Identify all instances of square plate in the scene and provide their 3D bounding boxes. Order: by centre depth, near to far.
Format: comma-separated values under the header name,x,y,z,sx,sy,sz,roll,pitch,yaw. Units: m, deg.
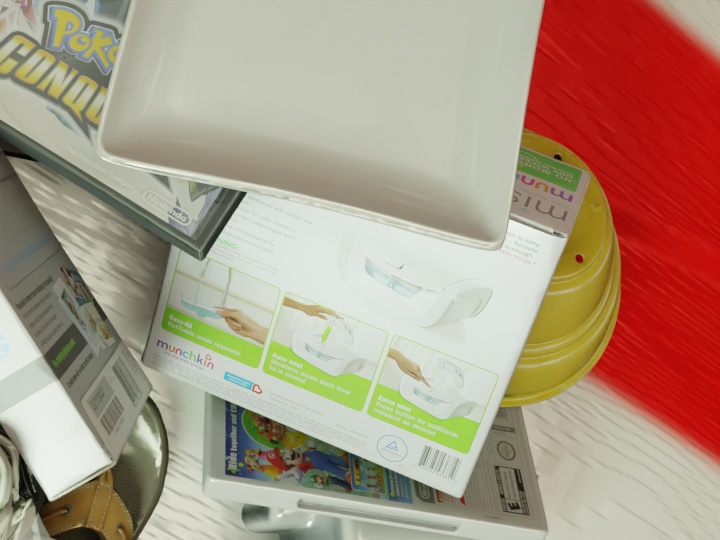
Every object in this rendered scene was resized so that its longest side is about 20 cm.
name,x,y,z,sx,sy,sz,roll,pitch,yaw
square plate,-0.010,-0.125,0.680,0.197,0.028,0.201,12,80,-9

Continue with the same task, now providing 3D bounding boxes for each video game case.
name,x,y,z,sx,sy,sz,roll,pitch,yaw
video game case,-0.114,-0.133,0.699,0.200,0.026,0.181,31,77,2
video game case,0.006,0.092,0.839,0.199,0.144,0.018,11,127,-13

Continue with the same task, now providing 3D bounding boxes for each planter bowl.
name,x,y,z,sx,sy,sz,roll,pitch,yaw
planter bowl,0.093,-0.024,0.874,0.199,0.083,0.201,8,66,-19

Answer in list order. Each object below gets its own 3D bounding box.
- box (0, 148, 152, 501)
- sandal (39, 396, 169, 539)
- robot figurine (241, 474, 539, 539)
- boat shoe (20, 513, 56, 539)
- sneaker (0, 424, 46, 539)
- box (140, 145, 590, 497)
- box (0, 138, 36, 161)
name,x,y,z,sx,sy,sz,roll,pitch,yaw
box,-0.181,0.003,0.715,0.041,0.156,0.201,-29,99,3
sandal,-0.171,0.159,0.816,0.082,0.055,0.200,35,78,-20
robot figurine,0.029,0.164,0.871,0.199,0.113,0.170,2,80,-23
boat shoe,-0.182,0.179,0.750,0.068,0.072,0.201,9,54,-15
sneaker,-0.183,0.105,0.672,0.088,0.200,0.074,-34,96,23
box,0.000,0.000,0.780,0.199,0.097,0.177,21,119,7
box,-0.113,-0.150,0.839,0.192,0.047,0.201,9,89,-21
